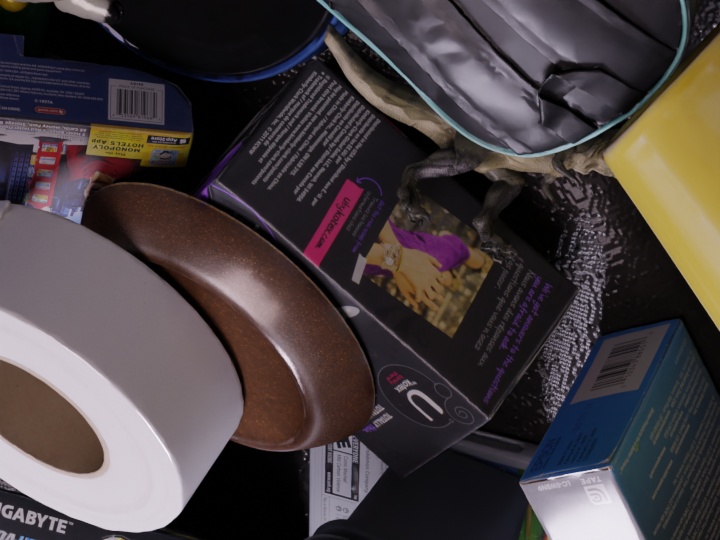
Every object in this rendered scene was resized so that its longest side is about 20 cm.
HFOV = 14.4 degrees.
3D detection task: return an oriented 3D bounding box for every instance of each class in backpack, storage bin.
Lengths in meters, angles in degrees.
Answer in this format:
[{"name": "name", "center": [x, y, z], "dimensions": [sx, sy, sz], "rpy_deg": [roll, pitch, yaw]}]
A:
[{"name": "backpack", "center": [0.078, -0.167, 1.422], "dimensions": [0.176, 0.153, 0.200], "rpy_deg": [-36, 100, 33]}, {"name": "storage bin", "center": [0.021, 0.202, 1.690], "dimensions": [0.145, 0.134, 0.201], "rpy_deg": [21, 127, 12]}]

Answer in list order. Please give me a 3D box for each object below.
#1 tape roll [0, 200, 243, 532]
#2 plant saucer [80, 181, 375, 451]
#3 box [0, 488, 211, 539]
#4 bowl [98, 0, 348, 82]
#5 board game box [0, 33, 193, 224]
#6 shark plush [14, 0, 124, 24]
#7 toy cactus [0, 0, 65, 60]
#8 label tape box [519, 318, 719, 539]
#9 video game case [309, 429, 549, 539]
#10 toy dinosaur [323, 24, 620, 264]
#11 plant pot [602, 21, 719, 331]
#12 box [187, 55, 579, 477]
[{"name": "tape roll", "center": [-0.167, 0.056, 1.594], "dimensions": [0.202, 0.071, 0.203], "rpy_deg": [26, 150, 16]}, {"name": "plant saucer", "center": [-0.083, 0.035, 1.588], "dimensions": [0.199, 0.035, 0.201], "rpy_deg": [29, 150, 19]}, {"name": "box", "center": [-0.131, 0.179, 1.751], "dimensions": [0.158, 0.200, 0.046], "rpy_deg": [13, 85, 18]}, {"name": "bowl", "center": [-0.085, -0.193, 1.560], "dimensions": [0.199, 0.039, 0.202], "rpy_deg": [13, 127, 18]}, {"name": "board game box", "center": [-0.208, -0.051, 1.633], "dimensions": [0.199, 0.062, 0.200], "rpy_deg": [5, 146, -12]}, {"name": "shark plush", "center": [-0.198, -0.191, 1.559], "dimensions": [0.199, 0.091, 0.084], "rpy_deg": [9, 84, 34]}, {"name": "toy cactus", "center": [-0.216, -0.122, 1.649], "dimensions": [0.164, 0.102, 0.200], "rpy_deg": [32, 122, -11]}, {"name": "label tape box", "center": [0.177, 0.152, 1.599], "dimensions": [0.063, 0.144, 0.201], "rpy_deg": [-15, 115, 33]}, {"name": "video game case", "center": [0.054, 0.178, 1.759], "dimensions": [0.181, 0.022, 0.201], "rpy_deg": [14, 126, 18]}, {"name": "toy dinosaur", "center": [0.063, -0.059, 1.542], "dimensions": [0.199, 0.089, 0.047], "rpy_deg": [18, 168, 0]}, {"name": "plant pot", "center": [0.228, -0.038, 1.412], "dimensions": [0.189, 0.201, 0.201], "rpy_deg": [43, 130, 0]}, {"name": "box", "center": [0.000, 0.000, 1.589], "dimensions": [0.200, 0.106, 0.122], "rpy_deg": [42, 150, -6]}]
